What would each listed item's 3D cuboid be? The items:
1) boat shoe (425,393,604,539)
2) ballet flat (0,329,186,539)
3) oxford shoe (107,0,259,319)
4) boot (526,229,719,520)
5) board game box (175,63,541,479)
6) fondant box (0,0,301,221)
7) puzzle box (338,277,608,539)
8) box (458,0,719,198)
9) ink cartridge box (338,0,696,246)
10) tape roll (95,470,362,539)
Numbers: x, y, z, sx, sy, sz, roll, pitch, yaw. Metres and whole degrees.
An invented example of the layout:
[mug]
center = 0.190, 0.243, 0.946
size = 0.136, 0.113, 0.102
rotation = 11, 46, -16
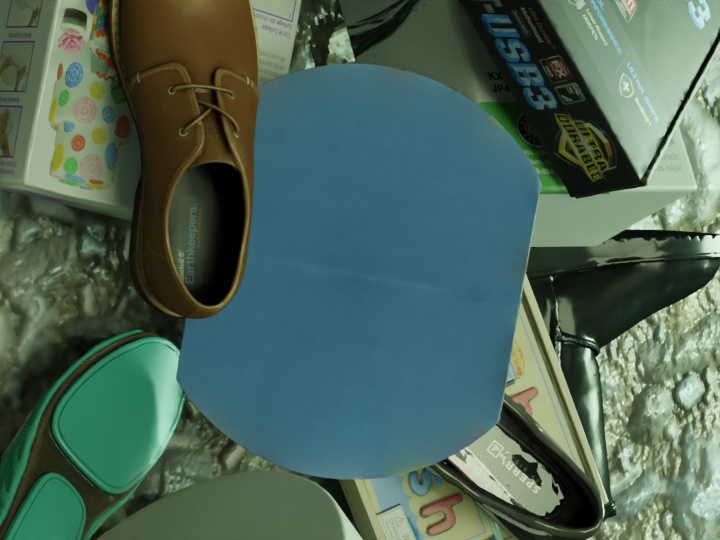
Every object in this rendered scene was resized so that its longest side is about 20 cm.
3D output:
[boat shoe]
center = 0.046, 0.071, 1.351
size = 0.200, 0.057, 0.067
rotation = 39, 75, -14
[ballet flat]
center = -0.150, 0.102, 1.252
size = 0.067, 0.070, 0.200
rotation = 53, 40, -23
[oxford shoe]
center = -0.073, -0.076, 1.227
size = 0.071, 0.071, 0.200
rotation = -6, 96, -17
[boot]
center = 0.122, 0.061, 1.487
size = 0.198, 0.073, 0.163
rotation = -7, 95, -33
[board game box]
center = 0.000, 0.000, 1.293
size = 0.158, 0.039, 0.200
rotation = 9, 96, 2
[fondant box]
center = -0.102, -0.125, 1.290
size = 0.144, 0.058, 0.200
rotation = 14, 84, -41
[puzzle box]
center = 0.039, 0.055, 1.394
size = 0.133, 0.025, 0.200
rotation = -23, 95, -21
[box]
center = 0.112, -0.173, 1.311
size = 0.200, 0.050, 0.199
rotation = 58, 43, -25
[ink cartridge box]
center = 0.074, -0.118, 1.376
size = 0.147, 0.083, 0.200
rotation = -2, 70, -41
[tape roll]
center = -0.060, 0.213, 1.259
size = 0.203, 0.203, 0.139
rotation = -49, 123, -27
